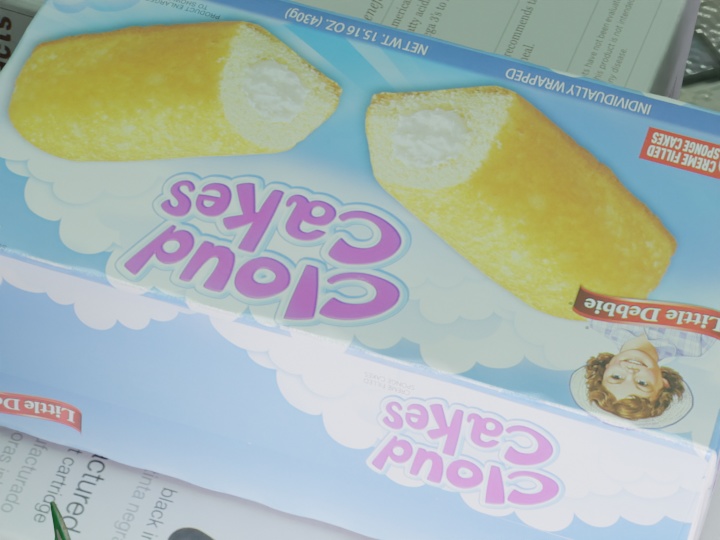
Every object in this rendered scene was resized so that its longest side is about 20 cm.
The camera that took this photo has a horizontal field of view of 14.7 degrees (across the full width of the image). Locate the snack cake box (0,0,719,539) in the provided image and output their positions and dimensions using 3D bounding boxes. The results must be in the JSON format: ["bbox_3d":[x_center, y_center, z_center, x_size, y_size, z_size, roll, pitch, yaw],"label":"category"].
[{"bbox_3d":[0.000,0.000,0.705,0.199,0.067,0.115,15,45,8],"label":"snack cake box"}]

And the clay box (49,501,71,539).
[{"bbox_3d":[-0.069,0.151,0.576,0.047,0.200,0.115,-11,48,-17],"label":"clay box"}]

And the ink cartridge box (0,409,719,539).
[{"bbox_3d":[0.006,0.068,0.746,0.199,0.084,0.145,16,46,8],"label":"ink cartridge box"}]

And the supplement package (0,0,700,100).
[{"bbox_3d":[-0.012,-0.052,0.836,0.199,0.118,0.117,18,48,10],"label":"supplement package"}]
